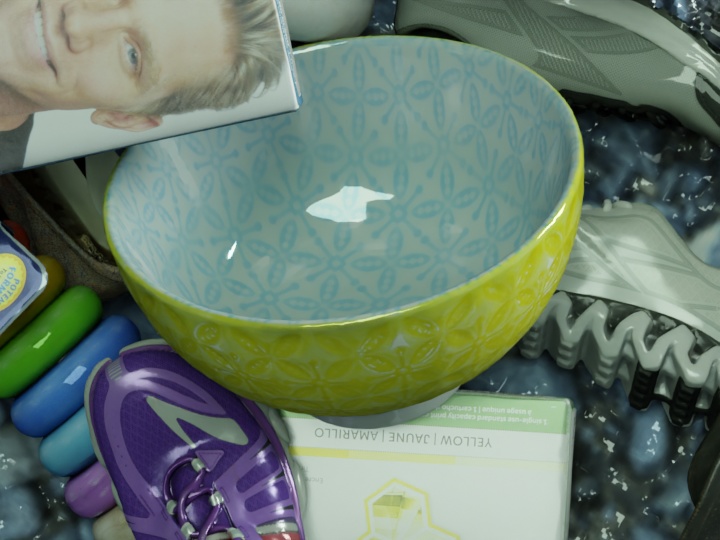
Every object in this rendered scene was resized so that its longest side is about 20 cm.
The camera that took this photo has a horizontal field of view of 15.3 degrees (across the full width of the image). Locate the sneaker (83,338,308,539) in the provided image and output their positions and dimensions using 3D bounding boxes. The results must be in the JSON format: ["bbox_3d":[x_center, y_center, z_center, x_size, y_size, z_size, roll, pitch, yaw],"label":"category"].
[{"bbox_3d":[-0.053,0.120,1.108,0.080,0.083,0.201,-27,87,5],"label":"sneaker"}]

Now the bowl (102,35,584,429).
[{"bbox_3d":[0.000,0.000,1.116,0.199,0.108,0.201,-7,38,6],"label":"bowl"}]

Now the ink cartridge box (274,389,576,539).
[{"bbox_3d":[0.016,0.151,1.166,0.145,0.048,0.201,3,89,6],"label":"ink cartridge box"}]

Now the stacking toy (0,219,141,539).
[{"bbox_3d":[-0.143,0.027,1.185,0.085,0.085,0.200,-41,96,-6],"label":"stacking toy"}]

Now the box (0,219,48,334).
[{"bbox_3d":[-0.237,-0.019,1.139,0.200,0.032,0.121,43,86,13],"label":"box"}]

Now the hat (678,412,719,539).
[{"bbox_3d":[0.196,0.084,1.153,0.200,0.201,0.081,-37,43,-5],"label":"hat"}]

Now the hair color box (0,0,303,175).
[{"bbox_3d":[-0.130,-0.094,1.086,0.199,0.061,0.101,-13,96,1],"label":"hair color box"}]

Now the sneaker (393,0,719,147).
[{"bbox_3d":[0.105,-0.096,1.237,0.200,0.074,0.080,31,91,17],"label":"sneaker"}]

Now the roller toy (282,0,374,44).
[{"bbox_3d":[-0.078,-0.168,1.198,0.182,0.200,0.140,11,94,24],"label":"roller toy"}]

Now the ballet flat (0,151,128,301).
[{"bbox_3d":[-0.150,-0.071,1.200,0.068,0.067,0.200,-52,119,-30],"label":"ballet flat"}]

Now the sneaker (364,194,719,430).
[{"bbox_3d":[0.093,0.000,1.213,0.199,0.075,0.081,24,71,3],"label":"sneaker"}]

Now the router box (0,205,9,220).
[{"bbox_3d":[-0.247,0.044,1.236,0.148,0.051,0.201,5,75,6],"label":"router box"}]
